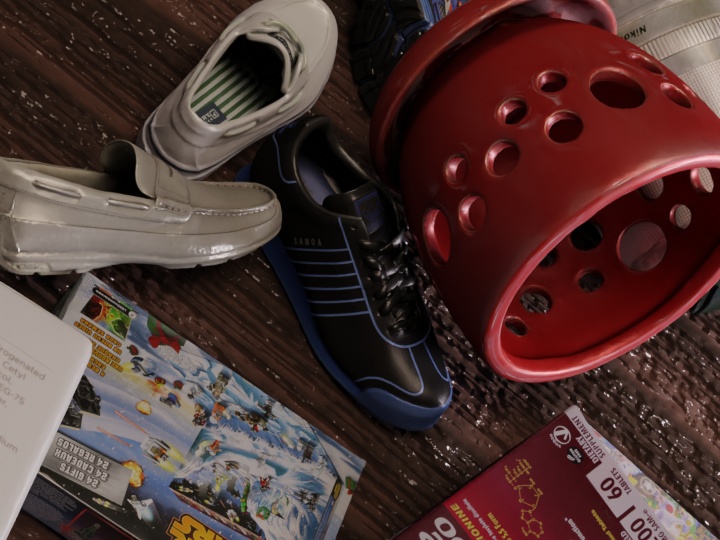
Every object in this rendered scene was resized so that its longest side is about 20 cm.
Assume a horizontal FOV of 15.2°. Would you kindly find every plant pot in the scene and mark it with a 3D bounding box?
[{"bbox_3d":[0.112,-0.059,1.639,0.200,0.201,0.183,-10,51,-40],"label":"plant pot"}]

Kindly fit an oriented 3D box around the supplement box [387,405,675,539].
[{"bbox_3d":[0.078,0.176,1.563,0.200,0.061,0.109,-34,85,-35],"label":"supplement box"}]

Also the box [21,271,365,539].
[{"bbox_3d":[-0.104,0.110,1.505,0.200,0.040,0.137,35,46,-13],"label":"box"}]

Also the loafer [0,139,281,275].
[{"bbox_3d":[-0.129,-0.039,1.553,0.200,0.070,0.070,-5,110,-39],"label":"loafer"}]

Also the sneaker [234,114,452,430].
[{"bbox_3d":[0.000,0.000,1.625,0.070,0.078,0.200,-29,81,-43],"label":"sneaker"}]

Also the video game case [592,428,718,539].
[{"bbox_3d":[0.179,0.202,1.668,0.200,0.018,0.143,42,46,-7],"label":"video game case"}]

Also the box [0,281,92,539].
[{"bbox_3d":[-0.274,0.085,1.285,0.200,0.199,0.171,34,47,-13],"label":"box"}]

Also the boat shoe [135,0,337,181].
[{"bbox_3d":[-0.060,-0.120,1.667,0.074,0.067,0.200,43,46,-6],"label":"boat shoe"}]

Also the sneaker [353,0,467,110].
[{"bbox_3d":[0.041,-0.172,1.773,0.078,0.075,0.200,12,58,-34],"label":"sneaker"}]

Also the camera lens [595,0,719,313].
[{"bbox_3d":[0.217,-0.083,1.781,0.160,0.160,0.200,-12,70,-40],"label":"camera lens"}]
